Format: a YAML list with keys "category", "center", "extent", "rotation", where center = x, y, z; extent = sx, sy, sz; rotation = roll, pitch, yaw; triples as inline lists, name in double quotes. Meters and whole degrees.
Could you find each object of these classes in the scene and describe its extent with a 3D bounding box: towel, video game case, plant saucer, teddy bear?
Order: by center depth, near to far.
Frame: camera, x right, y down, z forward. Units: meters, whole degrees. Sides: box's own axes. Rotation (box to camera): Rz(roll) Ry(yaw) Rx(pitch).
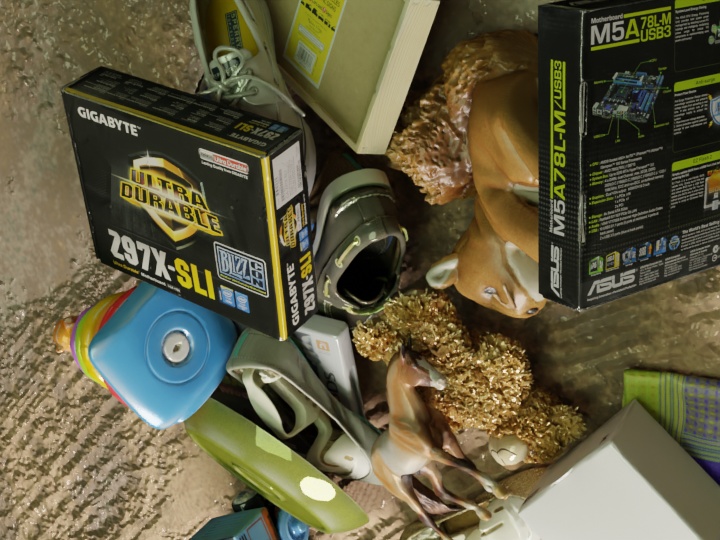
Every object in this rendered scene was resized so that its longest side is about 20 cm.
- category: "towel"
  center: [0.295, 0.154, 0.965]
  extent: [0.200, 0.023, 0.144]
  rotation: [11, 114, 24]
- category: "teddy bear"
  center: [0.082, 0.093, 0.996]
  extent: [0.145, 0.067, 0.200]
  rotation: [-23, 116, 34]
- category: "plant saucer"
  center: [-0.082, 0.175, 1.097]
  extent: [0.200, 0.031, 0.200]
  rotation: [33, 163, 11]
- category: "video game case"
  center: [-0.091, 0.094, 1.114]
  extent: [0.200, 0.023, 0.182]
  rotation: [13, 136, 24]

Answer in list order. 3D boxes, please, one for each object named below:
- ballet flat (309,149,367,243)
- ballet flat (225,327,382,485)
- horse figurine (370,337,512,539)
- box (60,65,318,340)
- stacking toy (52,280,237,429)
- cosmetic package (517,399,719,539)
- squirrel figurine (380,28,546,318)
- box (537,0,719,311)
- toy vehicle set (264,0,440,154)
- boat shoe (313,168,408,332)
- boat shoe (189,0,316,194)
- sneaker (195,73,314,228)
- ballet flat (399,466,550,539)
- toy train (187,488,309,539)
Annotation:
- category: "ballet flat"
  center: [-0.051, -0.031, 1.057]
  extent: [0.072, 0.068, 0.200]
  rotation: [59, 135, 18]
- category: "ballet flat"
  center: [-0.040, 0.131, 1.049]
  extent: [0.067, 0.064, 0.200]
  rotation: [-22, 117, 44]
- category: "horse figurine"
  center: [0.054, 0.151, 0.993]
  extent: [0.133, 0.050, 0.200]
  rotation: [41, 153, 14]
- category: "box"
  center: [-0.126, -0.052, 0.931]
  extent: [0.200, 0.049, 0.160]
  rotation: [21, 134, 30]
- category: "stacking toy"
  center: [-0.211, 0.062, 1.080]
  extent: [0.200, 0.116, 0.110]
  rotation: [1, 136, 49]
- category: "cosmetic package"
  center: [0.233, 0.213, 0.962]
  extent: [0.200, 0.081, 0.113]
  rotation: [49, 124, 4]
- category: "squirrel figurine"
  center: [0.108, -0.068, 0.935]
  extent: [0.200, 0.141, 0.187]
  rotation: [48, 139, 27]
- category: "box"
  center: [0.203, -0.089, 0.821]
  extent: [0.048, 0.200, 0.193]
  rotation: [21, 122, 53]
- category: "toy vehicle set"
  center: [-0.024, -0.193, 0.950]
  extent: [0.200, 0.027, 0.124]
  rotation: [49, 129, 39]
- category: "boat shoe"
  center: [-0.003, 0.001, 0.996]
  extent: [0.202, 0.072, 0.060]
  rotation: [99, 153, -58]
- category: "boat shoe"
  center: [-0.090, -0.141, 0.934]
  extent: [0.075, 0.086, 0.202]
  rotation: [-18, 72, 18]
- category: "sneaker"
  center: [-0.081, -0.090, 1.015]
  extent: [0.077, 0.076, 0.200]
  rotation: [-39, 60, 42]
- category: "ballet flat"
  center: [0.107, 0.228, 1.070]
  extent: [0.200, 0.065, 0.071]
  rotation: [-35, 92, 34]
- category: "toy train"
  center: [-0.085, 0.308, 1.175]
  extent: [0.087, 0.114, 0.200]
  rotation: [-16, 100, 33]
